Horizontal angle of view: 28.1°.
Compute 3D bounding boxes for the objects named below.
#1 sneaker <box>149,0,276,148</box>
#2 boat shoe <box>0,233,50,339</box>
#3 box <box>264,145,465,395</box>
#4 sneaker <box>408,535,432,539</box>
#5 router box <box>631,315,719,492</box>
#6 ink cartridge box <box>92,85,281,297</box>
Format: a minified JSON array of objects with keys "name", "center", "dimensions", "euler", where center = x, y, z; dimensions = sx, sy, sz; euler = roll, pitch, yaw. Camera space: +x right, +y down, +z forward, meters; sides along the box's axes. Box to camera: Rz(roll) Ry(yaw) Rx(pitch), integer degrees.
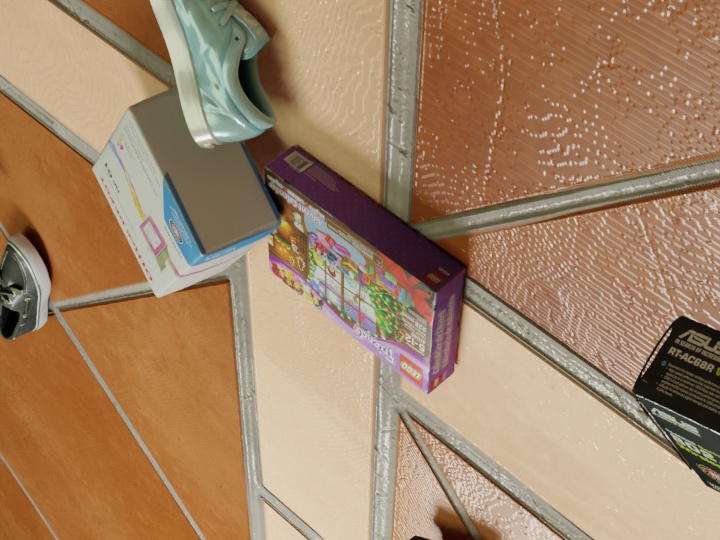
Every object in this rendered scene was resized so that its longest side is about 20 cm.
[{"name":"sneaker","center":[-0.114,-0.201,1.159],"dimensions":[0.082,0.074,0.200],"euler":[-8,112,17]},{"name":"boat shoe","center":[-0.445,0.028,1.873],"dimensions":[0.069,0.057,0.200],"euler":[43,150,18]},{"name":"box","center":[0.000,0.000,1.224],"dimensions":[0.200,0.039,0.137],"euler":[37,148,27]},{"name":"sneaker","center":[0.092,0.353,1.439],"dimensions":[0.111,0.077,0.200],"euler":[8,125,45]},{"name":"router box","center":[0.279,0.117,0.863],"dimensions":[0.200,0.062,0.150],"euler":[25,165,42]},{"name":"ink cartridge box","center":[-0.162,-0.069,1.297],"dimensions":[0.145,0.085,0.200],"euler":[64,159,2]}]
